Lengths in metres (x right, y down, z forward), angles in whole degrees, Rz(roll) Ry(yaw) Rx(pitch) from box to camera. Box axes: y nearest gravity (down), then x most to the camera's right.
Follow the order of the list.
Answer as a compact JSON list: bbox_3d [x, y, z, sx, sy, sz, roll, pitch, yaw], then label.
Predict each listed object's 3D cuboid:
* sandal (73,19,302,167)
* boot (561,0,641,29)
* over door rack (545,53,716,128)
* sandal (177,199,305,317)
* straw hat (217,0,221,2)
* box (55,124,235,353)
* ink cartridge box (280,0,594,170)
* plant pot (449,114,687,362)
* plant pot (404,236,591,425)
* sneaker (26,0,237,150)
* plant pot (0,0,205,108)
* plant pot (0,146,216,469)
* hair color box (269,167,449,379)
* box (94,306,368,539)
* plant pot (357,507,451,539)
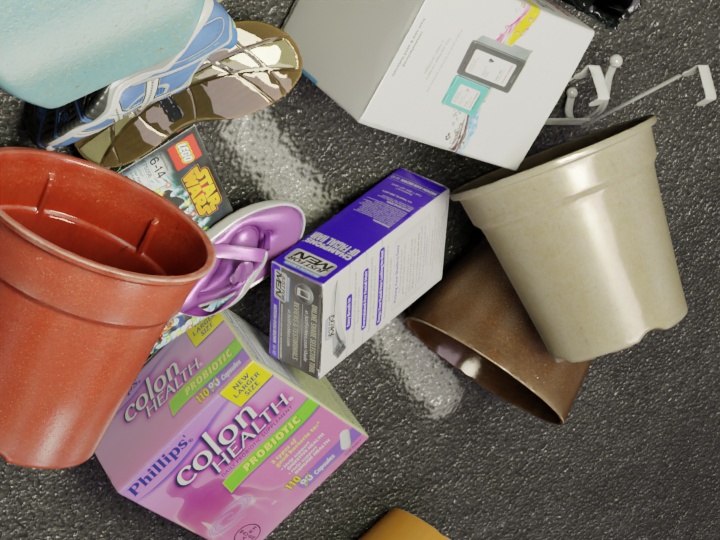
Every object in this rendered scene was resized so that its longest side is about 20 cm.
[{"bbox_3d":[-0.147,-0.151,1.522,0.200,0.054,0.080,-26,112,2],"label":"sandal"},{"bbox_3d":[0.142,-0.279,1.563,0.198,0.162,0.073,19,108,-44],"label":"boot"},{"bbox_3d":[0.206,-0.172,1.693,0.148,0.200,0.067,-5,89,-34],"label":"over door rack"},{"bbox_3d":[-0.127,0.007,1.602,0.203,0.050,0.082,-28,135,-21],"label":"sandal"},{"bbox_3d":[-0.114,-0.269,1.431,0.201,0.085,0.201,-21,133,-24],"label":"straw hat"},{"bbox_3d":[-0.177,-0.029,1.603,0.137,0.040,0.200,-34,136,-12],"label":"box"},{"bbox_3d":[0.064,-0.198,1.578,0.200,0.147,0.146,13,112,-44],"label":"ink cartridge box"},{"bbox_3d":[0.206,-0.022,1.681,0.200,0.200,0.184,-23,95,-22],"label":"plant pot"},{"bbox_3d":[0.177,0.020,1.829,0.200,0.187,0.187,-55,138,-8],"label":"plant pot"},{"bbox_3d":[-0.181,-0.150,1.446,0.200,0.076,0.077,-31,148,25],"label":"sneaker"},{"bbox_3d":[-0.214,-0.234,1.295,0.196,0.196,0.200,-26,141,-6],"label":"plant pot"},{"bbox_3d":[-0.243,0.037,1.443,0.201,0.201,0.195,8,116,-41],"label":"plant pot"},{"bbox_3d":[0.000,0.000,1.696,0.200,0.065,0.109,-39,143,-43],"label":"hair color box"},{"bbox_3d":[-0.125,0.152,1.732,0.176,0.097,0.200,-44,137,6],"label":"box"},{"bbox_3d":[0.033,0.365,1.975,0.183,0.200,0.200,-53,139,-14],"label":"plant pot"}]
